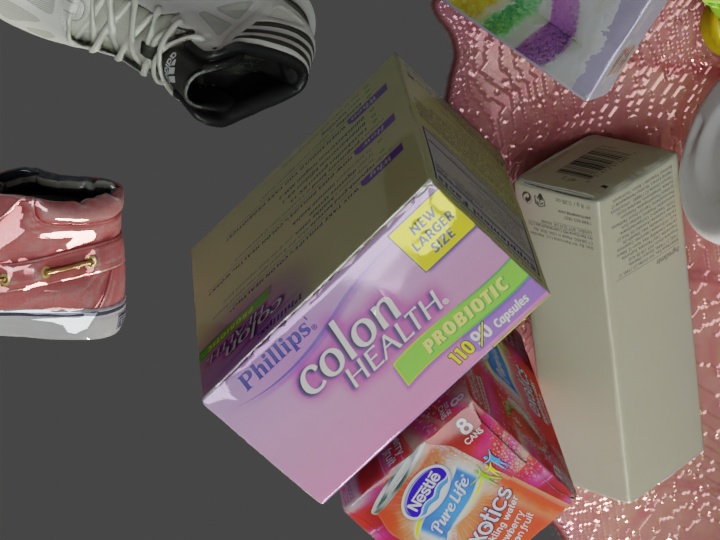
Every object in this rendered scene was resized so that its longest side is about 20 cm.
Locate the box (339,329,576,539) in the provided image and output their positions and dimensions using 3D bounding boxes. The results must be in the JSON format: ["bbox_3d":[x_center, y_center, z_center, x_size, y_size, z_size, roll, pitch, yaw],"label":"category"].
[{"bbox_3d":[0.044,0.085,1.538,0.100,0.200,0.095,-41,113,13],"label":"box"}]

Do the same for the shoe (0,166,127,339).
[{"bbox_3d":[-0.234,-0.012,1.546,0.198,0.072,0.092,1,110,-9],"label":"shoe"}]

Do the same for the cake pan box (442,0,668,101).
[{"bbox_3d":[0.108,-0.224,1.446,0.184,0.052,0.201,37,109,8],"label":"cake pan box"}]

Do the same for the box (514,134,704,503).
[{"bbox_3d":[0.149,0.028,1.577,0.082,0.068,0.201,-28,121,-39],"label":"box"}]

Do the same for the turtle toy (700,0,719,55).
[{"bbox_3d":[0.269,-0.193,1.474,0.199,0.146,0.102,-25,96,-18],"label":"turtle toy"}]

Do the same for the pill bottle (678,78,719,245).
[{"bbox_3d":[0.293,-0.043,1.542,0.199,0.112,0.113,18,112,-27],"label":"pill bottle"}]

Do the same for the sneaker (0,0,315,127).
[{"bbox_3d":[-0.118,-0.139,1.470,0.199,0.116,0.076,11,113,-9],"label":"sneaker"}]

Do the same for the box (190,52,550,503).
[{"bbox_3d":[0.000,0.000,1.497,0.176,0.200,0.097,-43,110,13],"label":"box"}]
